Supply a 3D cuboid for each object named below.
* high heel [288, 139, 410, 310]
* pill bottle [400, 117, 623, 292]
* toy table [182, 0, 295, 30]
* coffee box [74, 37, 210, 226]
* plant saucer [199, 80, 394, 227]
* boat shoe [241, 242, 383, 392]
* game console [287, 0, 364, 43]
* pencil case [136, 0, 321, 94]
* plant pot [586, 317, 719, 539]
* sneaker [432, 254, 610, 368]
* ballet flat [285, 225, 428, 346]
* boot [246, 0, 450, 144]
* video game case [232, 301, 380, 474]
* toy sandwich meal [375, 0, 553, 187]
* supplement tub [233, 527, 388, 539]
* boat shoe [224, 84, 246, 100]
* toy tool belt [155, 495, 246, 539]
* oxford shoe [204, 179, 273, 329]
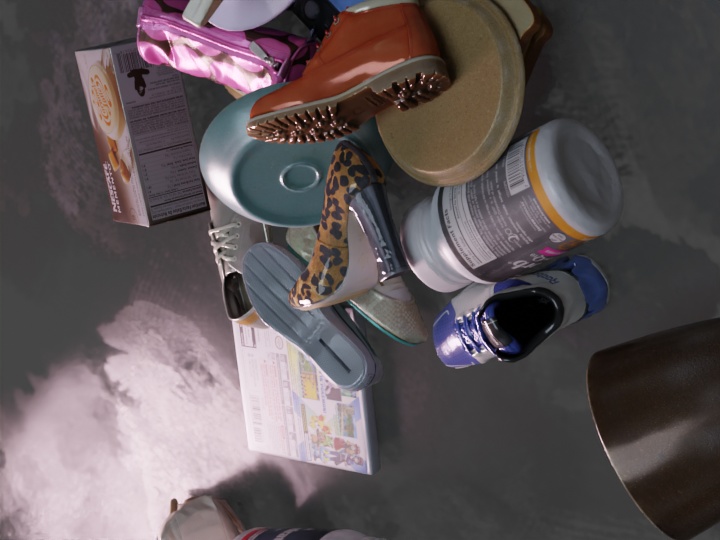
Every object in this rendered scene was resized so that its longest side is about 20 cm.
[{"bbox_3d":[-0.031,-0.041,1.527,0.200,0.071,0.143,-25,82,51],"label":"high heel"},{"bbox_3d":[0.140,-0.056,1.437,0.200,0.116,0.116,-27,89,41],"label":"pill bottle"},{"bbox_3d":[-0.100,-0.309,1.398,0.184,0.117,0.200,20,108,5],"label":"toy table"},{"bbox_3d":[-0.244,-0.157,1.694,0.114,0.080,0.200,13,117,60],"label":"coffee box"},{"bbox_3d":[-0.061,-0.105,1.520,0.200,0.200,0.036,-51,35,38],"label":"plant saucer"},{"bbox_3d":[-0.052,0.054,1.629,0.074,0.067,0.200,-42,71,14],"label":"boat shoe"},{"bbox_3d":[-0.052,-0.321,1.478,0.171,0.118,0.200,49,130,27],"label":"game console"},{"bbox_3d":[-0.135,-0.224,1.528,0.200,0.094,0.091,19,103,23],"label":"pencil case"},{"bbox_3d":[0.333,0.113,1.330,0.200,0.187,0.187,-30,87,26],"label":"plant pot"},{"bbox_3d":[0.135,0.047,1.479,0.199,0.115,0.081,-24,90,40],"label":"sneaker"},{"bbox_3d":[0.000,0.000,1.600,0.200,0.067,0.062,39,116,20],"label":"ballet flat"},{"bbox_3d":[-0.021,-0.187,1.418,0.200,0.075,0.107,-20,72,15],"label":"boot"},{"bbox_3d":[-0.064,0.124,1.722,0.182,0.022,0.200,6,109,36],"label":"video game case"},{"bbox_3d":[0.095,-0.178,1.429,0.205,0.070,0.205,1,92,44],"label":"toy sandwich meal"},{"bbox_3d":[-0.054,0.364,1.726,0.200,0.140,0.140,-6,103,38],"label":"supplement tub"},{"bbox_3d":[-0.062,-0.161,1.588,0.200,0.072,0.076,27,135,28],"label":"boat shoe"},{"bbox_3d":[-0.186,0.375,1.864,0.200,0.125,0.123,68,162,0],"label":"toy tool belt"},{"bbox_3d":[-0.137,-0.030,1.686,0.075,0.058,0.200,-19,83,41],"label":"oxford shoe"}]
